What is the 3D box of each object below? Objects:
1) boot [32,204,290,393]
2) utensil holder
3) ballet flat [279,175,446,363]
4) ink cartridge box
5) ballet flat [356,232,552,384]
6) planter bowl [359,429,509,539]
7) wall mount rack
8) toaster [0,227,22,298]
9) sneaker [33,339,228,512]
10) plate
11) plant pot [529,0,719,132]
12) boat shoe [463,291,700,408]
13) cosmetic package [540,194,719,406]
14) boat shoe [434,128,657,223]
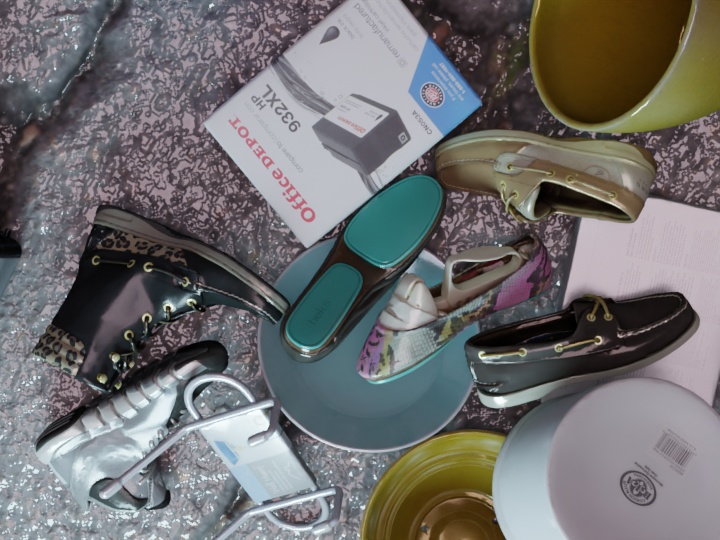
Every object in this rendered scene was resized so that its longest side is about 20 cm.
[{"bbox_3d":[-0.175,0.045,1.441,0.203,0.073,0.154,24,79,20],"label":"boot"},{"bbox_3d":[0.206,0.176,1.351,0.169,0.200,0.171,1,81,-4],"label":"utensil holder"},{"bbox_3d":[0.000,0.000,1.445,0.068,0.068,0.200,39,77,15],"label":"ballet flat"},{"bbox_3d":[-0.015,-0.138,1.451,0.200,0.084,0.145,-39,93,4],"label":"ink cartridge box"},{"bbox_3d":[0.076,0.023,1.440,0.199,0.069,0.071,-27,124,-13],"label":"ballet flat"},{"bbox_3d":[0.095,0.244,1.475,0.199,0.083,0.201,1,81,-5],"label":"planter bowl"},{"bbox_3d":[-0.119,0.190,1.459,0.173,0.075,0.200,-19,122,22],"label":"wall mount rack"},{"bbox_3d":[-0.398,-0.009,1.411,0.180,0.200,0.119,23,90,-2],"label":"toaster"},{"bbox_3d":[-0.183,0.151,1.492,0.200,0.075,0.116,-29,100,12],"label":"sneaker"},{"bbox_3d":[0.007,0.065,1.475,0.199,0.026,0.201,1,74,-5],"label":"plate"},{"bbox_3d":[0.260,-0.203,1.395,0.142,0.200,0.201,10,96,-33],"label":"plant pot"},{"bbox_3d":[0.188,0.057,1.419,0.200,0.072,0.061,-20,114,6],"label":"boat shoe"},{"bbox_3d":[0.252,0.034,1.480,0.150,0.052,0.201,12,95,-1],"label":"cosmetic package"},{"bbox_3d":[0.152,-0.076,1.429,0.199,0.074,0.067,3,65,27],"label":"boat shoe"}]
